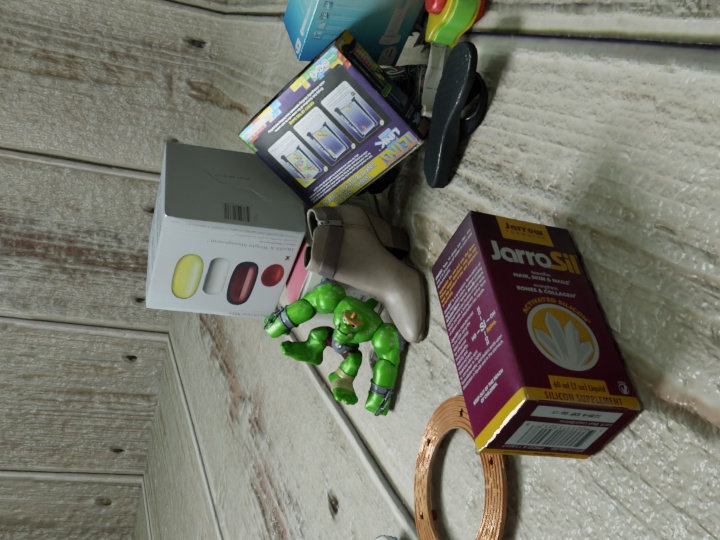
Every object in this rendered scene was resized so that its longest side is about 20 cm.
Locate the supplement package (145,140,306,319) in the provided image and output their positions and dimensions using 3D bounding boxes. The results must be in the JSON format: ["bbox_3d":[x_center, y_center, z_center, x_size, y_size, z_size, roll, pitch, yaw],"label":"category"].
[{"bbox_3d":[-0.197,-0.052,1.190,0.200,0.191,0.147,116,154,-46],"label":"supplement package"}]

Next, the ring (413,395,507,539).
[{"bbox_3d":[0.107,0.234,0.891,0.200,0.019,0.201,-172,90,-70],"label":"ring"}]

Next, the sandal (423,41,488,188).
[{"bbox_3d":[0.117,-0.185,0.992,0.201,0.048,0.075,102,162,-48],"label":"sandal"}]

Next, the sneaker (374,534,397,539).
[{"bbox_3d":[0.025,0.397,0.953,0.200,0.086,0.075,-100,26,-42],"label":"sneaker"}]

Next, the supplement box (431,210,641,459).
[{"bbox_3d":[0.144,0.054,0.726,0.086,0.110,0.200,119,151,-43],"label":"supplement box"}]

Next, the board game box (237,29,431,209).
[{"bbox_3d":[-0.035,-0.184,1.088,0.200,0.165,0.057,-34,20,35],"label":"board game box"}]

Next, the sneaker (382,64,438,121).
[{"bbox_3d":[0.050,-0.240,1.135,0.200,0.075,0.081,-165,84,-69],"label":"sneaker"}]

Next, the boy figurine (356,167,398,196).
[{"bbox_3d":[-0.024,-0.206,1.209,0.200,0.124,0.064,62,142,18],"label":"boy figurine"}]

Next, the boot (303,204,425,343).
[{"bbox_3d":[0.000,0.000,1.075,0.070,0.146,0.200,121,149,-43],"label":"boot"}]

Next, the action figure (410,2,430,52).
[{"bbox_3d":[0.081,-0.383,1.117,0.130,0.069,0.200,-45,44,48],"label":"action figure"}]

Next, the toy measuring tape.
[{"bbox_3d":[0.109,-0.286,1.006,0.074,0.073,0.200,-164,82,-69],"label":"toy measuring tape"}]

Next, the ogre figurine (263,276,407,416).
[{"bbox_3d":[-0.024,0.090,1.108,0.200,0.098,0.120,41,107,28],"label":"ogre figurine"}]

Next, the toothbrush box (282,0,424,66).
[{"bbox_3d":[0.003,-0.361,1.042,0.200,0.146,0.085,118,140,-49],"label":"toothbrush box"}]

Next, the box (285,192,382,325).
[{"bbox_3d":[-0.041,-0.027,1.219,0.200,0.128,0.109,-103,28,-46],"label":"box"}]
